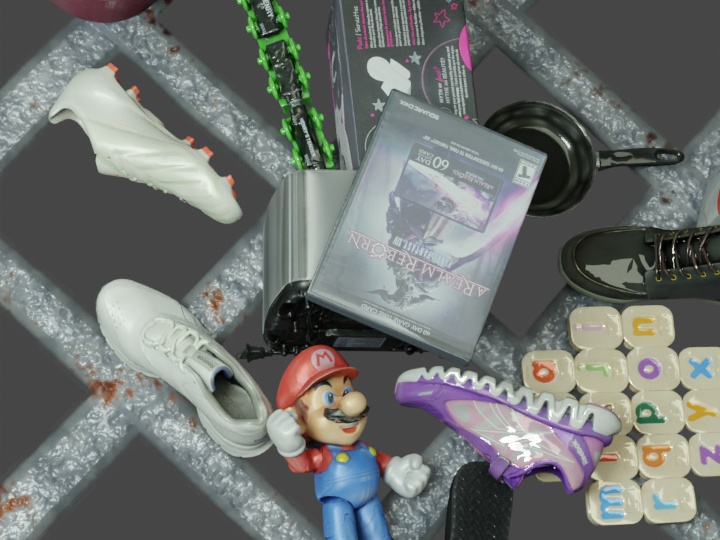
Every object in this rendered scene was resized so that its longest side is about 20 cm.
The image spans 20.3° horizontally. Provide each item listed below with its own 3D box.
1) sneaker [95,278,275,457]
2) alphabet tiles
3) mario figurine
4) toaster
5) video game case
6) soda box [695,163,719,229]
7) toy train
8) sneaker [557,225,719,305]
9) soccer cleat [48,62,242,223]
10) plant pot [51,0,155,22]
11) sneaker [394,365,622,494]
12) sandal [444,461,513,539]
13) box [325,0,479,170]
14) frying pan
[{"bbox_3d":[-0.145,0.074,1.724,0.200,0.087,0.075,39,73,5],"label":"sneaker"},{"bbox_3d":[0.243,0.130,1.806,0.195,0.015,0.201,-2,74,-10],"label":"alphabet tiles"},{"bbox_3d":[-0.009,0.158,1.702,0.106,0.123,0.201,-19,83,12],"label":"mario figurine"},{"bbox_3d":[0.000,0.000,1.723,0.199,0.181,0.119,1,71,-10],"label":"toaster"},{"bbox_3d":[0.056,-0.037,1.640,0.143,0.019,0.200,23,66,-2],"label":"video game case"},{"bbox_3d":[0.360,-0.076,1.788,0.068,0.200,0.064,15,73,-4],"label":"soda box"},{"bbox_3d":[-0.066,-0.175,1.827,0.042,0.056,0.200,-19,77,2],"label":"toy train"},{"bbox_3d":[0.283,-0.017,1.807,0.199,0.106,0.075,3,73,-8],"label":"sneaker"},{"bbox_3d":[-0.189,-0.099,1.783,0.200,0.069,0.078,42,77,12],"label":"soccer cleat"},{"bbox_3d":[-0.226,-0.312,1.778,0.199,0.179,0.201,3,73,-8],"label":"plant pot"},{"bbox_3d":[0.122,0.141,1.745,0.200,0.080,0.089,15,83,7],"label":"sneaker"},{"bbox_3d":[0.093,0.257,1.723,0.075,0.045,0.200,20,50,-6],"label":"sandal"},{"bbox_3d":[0.035,-0.149,1.795,0.114,0.132,0.201,-3,73,-7],"label":"box"},{"bbox_3d":[0.193,-0.115,1.862,0.190,0.031,0.115,-23,78,-18],"label":"frying pan"}]
